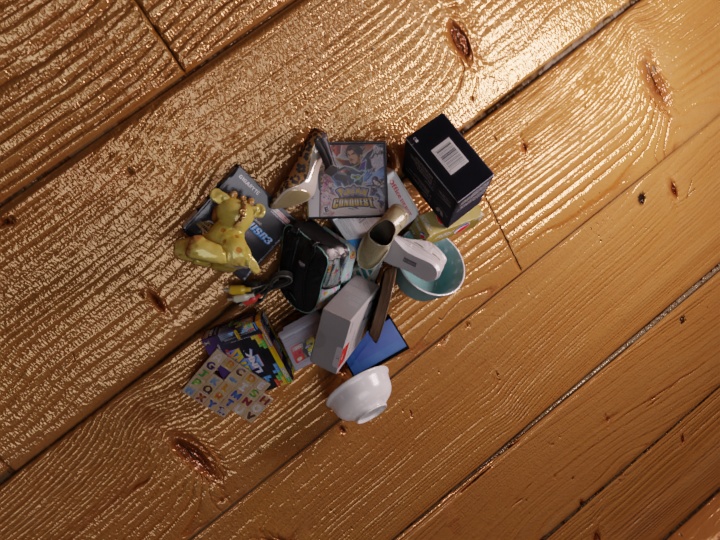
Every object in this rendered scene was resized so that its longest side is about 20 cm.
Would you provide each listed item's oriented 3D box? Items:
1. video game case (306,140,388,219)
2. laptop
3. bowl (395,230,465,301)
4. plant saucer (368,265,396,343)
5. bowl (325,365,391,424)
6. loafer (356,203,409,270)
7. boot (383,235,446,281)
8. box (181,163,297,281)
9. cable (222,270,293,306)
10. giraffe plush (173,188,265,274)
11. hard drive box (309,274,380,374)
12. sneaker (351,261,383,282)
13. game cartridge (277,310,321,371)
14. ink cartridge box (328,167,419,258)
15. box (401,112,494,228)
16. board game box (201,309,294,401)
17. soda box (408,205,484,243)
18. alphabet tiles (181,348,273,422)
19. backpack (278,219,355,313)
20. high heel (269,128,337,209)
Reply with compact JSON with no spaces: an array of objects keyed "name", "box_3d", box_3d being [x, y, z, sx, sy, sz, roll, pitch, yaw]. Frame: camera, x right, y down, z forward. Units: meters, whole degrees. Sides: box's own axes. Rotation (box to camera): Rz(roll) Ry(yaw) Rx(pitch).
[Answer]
[{"name":"video game case","box_3d":[-0.033,-0.218,1.425,0.196,0.026,0.184,-2,87,-4]},{"name":"laptop","box_3d":[0.010,0.150,1.588,0.175,0.103,0.202,-27,116,-12]},{"name":"bowl","box_3d":[0.167,0.001,1.572,0.197,0.204,0.105,1,150,-22]},{"name":"plant saucer","box_3d":[0.054,0.082,1.497,0.029,0.200,0.203,14,103,-1]},{"name":"bowl","box_3d":[0.011,0.352,1.608,0.199,0.091,0.202,-27,155,-13]},{"name":"loafer","box_3d":[0.041,-0.074,1.412,0.075,0.068,0.201,39,126,10]},{"name":"boot","box_3d":[0.121,-0.050,1.483,0.198,0.096,0.074,33,124,7]},{"name":"box","box_3d":[-0.287,-0.112,1.411,0.199,0.050,0.200,-46,118,-1]},{"name":"cable","box_3d":[-0.235,0.052,1.432,0.097,0.197,0.051,47,44,-42]},{"name":"giraffe plush","box_3d":[-0.298,-0.089,1.309,0.172,0.197,0.165,25,73,-57]},{"name":"hard drive box","box_3d":[-0.036,0.126,1.438,0.076,0.200,0.158,23,121,13]},{"name":"sneaker","box_3d":[0.000,0.000,1.552,0.092,0.070,0.203,20,91,-7]},{"name":"game cartridge","box_3d":[-0.133,0.182,1.525,0.132,0.041,0.201,-31,150,-13]},{"name":"ink cartridge box","box_3d":[0.029,-0.147,1.505,0.199,0.085,0.145,-37,118,-4]},{"name":"box","box_3d":[0.205,-0.238,1.439,0.117,0.200,0.198,-36,79,-7]},{"name":"board game box","box_3d":[-0.280,0.216,1.492,0.163,0.057,0.202,-21,115,7]},{"name":"soda box","box_3d":[0.228,-0.128,1.565,0.198,0.068,0.065,-20,71,-29]},{"name":"alphabet tiles","box_3d":[-0.329,0.306,1.503,0.199,0.008,0.167,37,111,-17]},{"name":"backpack","box_3d":[-0.112,-0.005,1.447,0.152,0.175,0.203,-12,128,-50]},{"name":"high heel","box_3d":[-0.146,-0.239,1.393,0.198,0.144,0.071,-32,146,19]}]
